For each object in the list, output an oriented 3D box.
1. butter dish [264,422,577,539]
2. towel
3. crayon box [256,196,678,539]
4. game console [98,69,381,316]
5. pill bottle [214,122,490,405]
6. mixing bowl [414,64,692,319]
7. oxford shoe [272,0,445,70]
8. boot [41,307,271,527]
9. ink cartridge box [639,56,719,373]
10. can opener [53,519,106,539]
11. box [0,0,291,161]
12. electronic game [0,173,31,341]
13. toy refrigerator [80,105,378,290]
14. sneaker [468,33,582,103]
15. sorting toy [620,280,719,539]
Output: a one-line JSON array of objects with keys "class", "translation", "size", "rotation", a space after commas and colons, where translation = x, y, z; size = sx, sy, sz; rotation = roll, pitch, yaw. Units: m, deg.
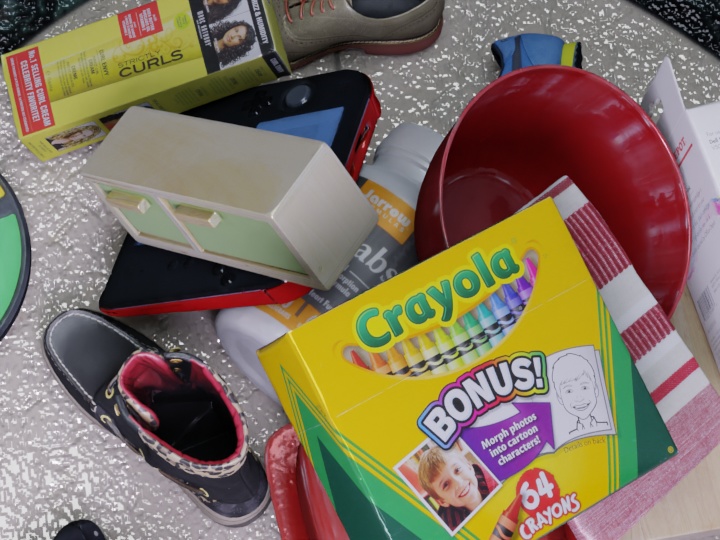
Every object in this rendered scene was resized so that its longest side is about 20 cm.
[{"class": "butter dish", "translation": [0.040, 0.146, 1.368], "size": [0.198, 0.148, 0.201], "rotation": [-18, 66, 2]}, {"class": "towel", "translation": [0.137, 0.058, 1.370], "size": [0.144, 0.023, 0.201], "rotation": [-36, 95, -30]}, {"class": "crayon box", "translation": [0.065, 0.077, 1.285], "size": [0.199, 0.058, 0.174], "rotation": [-27, 90, -27]}, {"class": "game console", "translation": [-0.082, -0.055, 1.511], "size": [0.175, 0.031, 0.201], "rotation": [-4, 48, 28]}, {"class": "pill bottle", "translation": [0.000, 0.000, 1.518], "size": [0.116, 0.117, 0.200], "rotation": [37, 71, 9]}, {"class": "mixing bowl", "translation": [0.110, -0.025, 1.451], "size": [0.198, 0.108, 0.202], "rotation": [7, 75, -29]}, {"class": "oxford shoe", "translation": [-0.034, -0.196, 1.613], "size": [0.198, 0.075, 0.071], "rotation": [-10, 70, -8]}, {"class": "boot", "translation": [-0.140, 0.083, 1.453], "size": [0.073, 0.151, 0.200], "rotation": [-43, 78, -12]}, {"class": "ink cartridge box", "translation": [0.255, -0.042, 1.480], "size": [0.067, 0.117, 0.202], "rotation": [-14, 71, -12]}, {"class": "can opener", "translation": [-0.155, 0.256, 1.444], "size": [0.063, 0.079, 0.201], "rotation": [-17, 69, -52]}, {"class": "box", "translation": [-0.154, -0.148, 1.568], "size": [0.198, 0.050, 0.076], "rotation": [-18, 71, 9]}, {"class": "electronic game", "translation": [-0.331, -0.008, 1.533], "size": [0.198, 0.042, 0.202], "rotation": [2, 69, -5]}, {"class": "toy refrigerator", "translation": [-0.090, -0.047, 1.431], "size": [0.199, 0.076, 0.070], "rotation": [15, 61, 45]}, {"class": "sneaker", "translation": [0.114, -0.080, 1.591], "size": [0.078, 0.066, 0.202], "rotation": [5, 68, 10]}, {"class": "sorting toy", "translation": [0.200, 0.096, 1.522], "size": [0.197, 0.070, 0.202], "rotation": [-8, 69, -8]}]
